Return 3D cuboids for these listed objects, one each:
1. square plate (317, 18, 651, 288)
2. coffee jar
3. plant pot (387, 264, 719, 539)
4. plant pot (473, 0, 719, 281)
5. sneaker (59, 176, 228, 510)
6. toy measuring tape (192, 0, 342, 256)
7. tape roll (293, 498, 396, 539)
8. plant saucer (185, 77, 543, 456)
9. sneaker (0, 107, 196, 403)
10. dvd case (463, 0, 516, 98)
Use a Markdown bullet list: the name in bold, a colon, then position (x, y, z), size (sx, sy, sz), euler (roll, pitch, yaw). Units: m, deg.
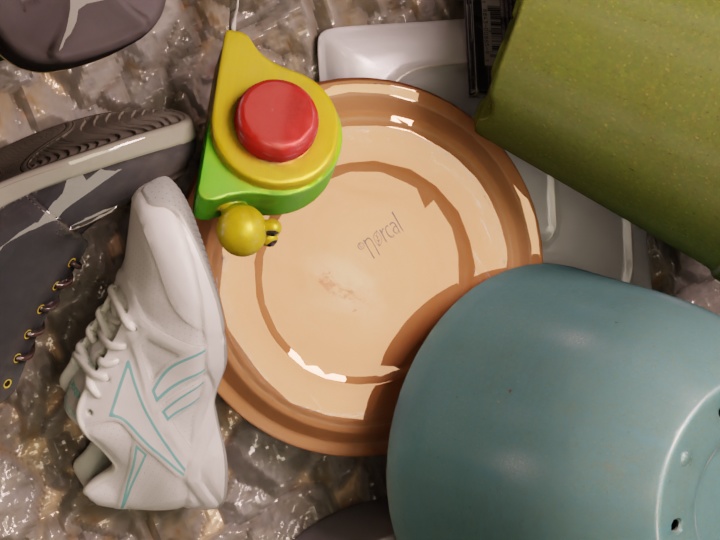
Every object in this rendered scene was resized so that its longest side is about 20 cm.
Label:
- **square plate**: position (0.077, -0.040, 1.173), size (0.197, 0.028, 0.202), euler (-7, 99, -22)
- **coffee jar**: position (-0.155, -0.145, 0.971), size (0.085, 0.200, 0.105), euler (-21, 105, -18)
- **plant pot**: position (0.140, 0.104, 1.071), size (0.199, 0.160, 0.202), euler (-5, 98, -36)
- **plant pot**: position (0.163, -0.094, 1.070), size (0.189, 0.200, 0.201), euler (21, 89, 2)
- **sneaker**: position (-0.109, 0.046, 1.058), size (0.080, 0.071, 0.202), euler (-7, 126, -13)
- **toy measuring tape**: position (-0.039, -0.098, 1.069), size (0.073, 0.073, 0.202), euler (18, 64, -23)
- **tape roll**: position (0.026, 0.230, 1.167), size (0.199, 0.066, 0.202), euler (-3, 97, -22)
- **plant saucer**: position (0.000, 0.000, 1.120), size (0.198, 0.032, 0.202), euler (-1, 98, -9)
- **sneaker**: position (-0.163, -0.003, 1.063), size (0.199, 0.075, 0.107), euler (-24, 111, -9)
- **dvd case**: position (0.148, -0.167, 1.174), size (0.198, 0.016, 0.150), euler (0, 83, -21)
